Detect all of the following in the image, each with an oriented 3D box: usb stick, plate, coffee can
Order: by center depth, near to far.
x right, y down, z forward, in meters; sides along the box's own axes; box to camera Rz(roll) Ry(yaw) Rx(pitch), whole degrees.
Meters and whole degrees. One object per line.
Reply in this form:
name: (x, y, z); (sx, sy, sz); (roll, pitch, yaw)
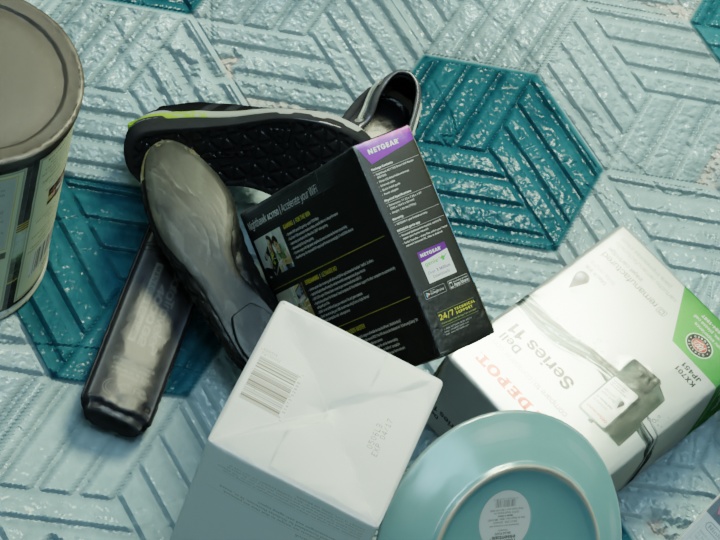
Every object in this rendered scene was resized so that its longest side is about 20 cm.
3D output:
plate: (0.098, 0.194, 1.430); (0.198, 0.026, 0.202); (-5, 101, -28)
coffee can: (-0.274, -0.073, 1.469); (0.145, 0.201, 0.148); (8, 55, -11)
usb stick: (-0.148, 0.029, 1.542); (0.055, 0.033, 0.201); (25, 53, -10)

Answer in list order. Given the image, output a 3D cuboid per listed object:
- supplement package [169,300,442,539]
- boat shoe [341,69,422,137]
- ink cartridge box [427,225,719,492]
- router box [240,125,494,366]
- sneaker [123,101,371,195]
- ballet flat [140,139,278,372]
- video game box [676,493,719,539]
supplement package: (-0.044, 0.140, 1.394); (0.119, 0.201, 0.122); (26, 53, 2)
boat shoe: (-0.009, -0.077, 1.633); (0.072, 0.063, 0.201); (30, 55, 2)
ink cartridge box: (0.164, 0.082, 1.565); (0.199, 0.083, 0.147); (-35, 72, -31)
router box: (0.000, 0.000, 1.475); (0.051, 0.200, 0.150); (-22, 89, -28)
sneaker: (-0.081, -0.102, 1.603); (0.198, 0.072, 0.083); (6, 28, 7)
ballet flat: (-0.107, -0.002, 1.542); (0.066, 0.057, 0.201); (-22, 75, -20)
video game box: (0.317, 0.222, 1.465); (0.200, 0.183, 0.047); (47, 24, 16)
